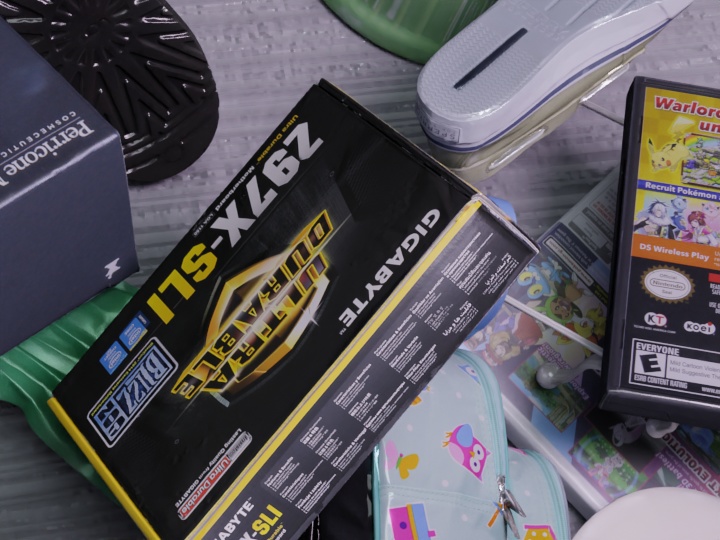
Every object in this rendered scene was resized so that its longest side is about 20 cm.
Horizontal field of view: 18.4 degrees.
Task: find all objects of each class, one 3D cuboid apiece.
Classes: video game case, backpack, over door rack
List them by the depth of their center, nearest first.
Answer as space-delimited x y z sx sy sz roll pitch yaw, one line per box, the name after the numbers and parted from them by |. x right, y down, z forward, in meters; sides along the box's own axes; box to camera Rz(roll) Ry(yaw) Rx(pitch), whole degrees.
0.008 0.129 1.025 0.153 0.176 0.200 3 70 -29 | backpack
0.223 0.001 1.096 0.200 0.026 0.181 10 62 -2 | video game case
0.118 -0.019 1.149 0.200 0.067 0.148 35 63 16 | over door rack
0.164 0.055 1.175 0.200 0.023 0.182 46 66 6 | video game case

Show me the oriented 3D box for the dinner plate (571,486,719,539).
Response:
0.169 0.202 1.078 0.200 0.024 0.200 12 69 -33 | dinner plate

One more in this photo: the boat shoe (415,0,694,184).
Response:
0.104 -0.119 1.133 0.200 0.062 0.072 -36 62 -20 | boat shoe

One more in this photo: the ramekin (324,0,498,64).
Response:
0.063 -0.220 1.216 0.200 0.098 0.200 5 68 -12 | ramekin

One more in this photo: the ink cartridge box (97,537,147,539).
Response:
-0.094 0.227 0.976 0.039 0.099 0.200 9 43 -51 | ink cartridge box

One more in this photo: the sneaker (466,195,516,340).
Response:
0.000 0.000 1.057 0.078 0.200 0.070 9 78 -24 | sneaker

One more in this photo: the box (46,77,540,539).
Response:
-0.035 0.025 0.974 0.200 0.160 0.049 -49 123 1 | box

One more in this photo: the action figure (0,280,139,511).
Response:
-0.159 0.030 1.088 0.200 0.055 0.118 28 66 6 | action figure

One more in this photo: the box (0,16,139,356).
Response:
-0.225 -0.052 1.044 0.148 0.107 0.200 -34 61 -23 | box

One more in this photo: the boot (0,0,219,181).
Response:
-0.154 -0.158 1.147 0.079 0.211 0.158 -31 34 1 | boot
